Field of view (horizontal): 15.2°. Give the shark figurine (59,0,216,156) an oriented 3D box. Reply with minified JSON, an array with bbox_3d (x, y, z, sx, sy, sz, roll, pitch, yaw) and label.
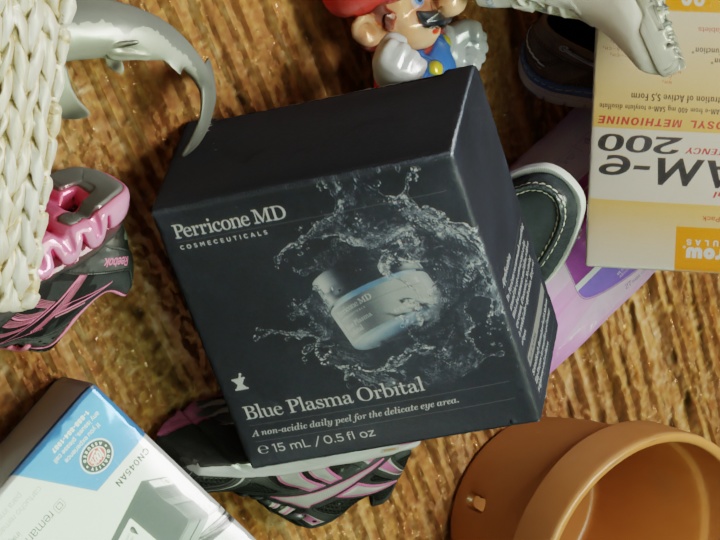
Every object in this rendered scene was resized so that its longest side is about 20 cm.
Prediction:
[{"bbox_3d":[-0.162,-0.146,1.603,0.214,0.090,0.128,2,138,-31],"label":"shark figurine"}]

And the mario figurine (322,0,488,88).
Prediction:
[{"bbox_3d":[0.047,-0.135,1.742,0.106,0.124,0.201,-25,126,-10],"label":"mario figurine"}]

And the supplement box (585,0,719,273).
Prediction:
[{"bbox_3d":[0.213,-0.102,1.760,0.074,0.125,0.201,-47,138,-77],"label":"supplement box"}]

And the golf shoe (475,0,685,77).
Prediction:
[{"bbox_3d":[0.123,-0.180,1.689,0.097,0.200,0.078,-38,152,6],"label":"golf shoe"}]

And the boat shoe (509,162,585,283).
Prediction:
[{"bbox_3d":[0.073,0.010,1.778,0.200,0.076,0.060,-52,176,34],"label":"boat shoe"}]

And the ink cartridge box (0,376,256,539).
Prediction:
[{"bbox_3d":[-0.153,0.186,1.674,0.200,0.084,0.145,45,75,-17],"label":"ink cartridge box"}]

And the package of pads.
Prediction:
[{"bbox_3d":[0.151,-0.033,1.885,0.200,0.076,0.121,-43,127,-20],"label":"package of pads"}]

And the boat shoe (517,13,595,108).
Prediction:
[{"bbox_3d":[0.209,-0.144,1.831,0.199,0.073,0.072,0,153,-5],"label":"boat shoe"}]

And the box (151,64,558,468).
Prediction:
[{"bbox_3d":[0.000,0.000,1.680,0.118,0.196,0.201,-73,148,-57],"label":"box"}]

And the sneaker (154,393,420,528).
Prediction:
[{"bbox_3d":[-0.044,0.135,1.792,0.199,0.080,0.087,-2,120,-31],"label":"sneaker"}]

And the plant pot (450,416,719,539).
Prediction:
[{"bbox_3d":[0.159,0.190,1.927,0.199,0.140,0.201,-13,113,-34],"label":"plant pot"}]

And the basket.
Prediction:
[{"bbox_3d":[-0.273,-0.085,1.446,0.160,0.200,0.199,1,103,-35],"label":"basket"}]

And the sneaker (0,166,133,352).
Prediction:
[{"bbox_3d":[-0.214,0.023,1.626,0.200,0.079,0.096,-33,134,-24],"label":"sneaker"}]
